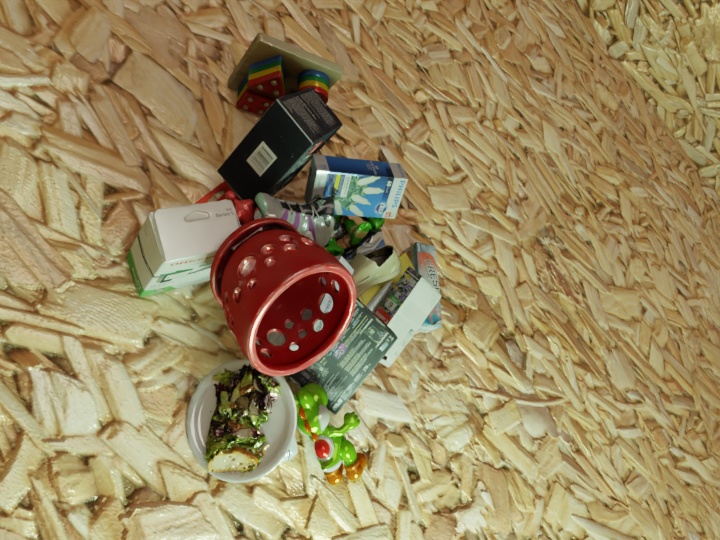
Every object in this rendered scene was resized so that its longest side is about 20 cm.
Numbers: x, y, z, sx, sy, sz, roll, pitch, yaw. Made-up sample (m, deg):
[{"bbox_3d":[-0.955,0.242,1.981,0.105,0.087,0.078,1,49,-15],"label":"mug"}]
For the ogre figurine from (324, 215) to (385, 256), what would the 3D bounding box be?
[{"bbox_3d":[-0.057,-0.098,1.153,0.121,0.198,0.098,53,6,26],"label":"ogre figurine"}]

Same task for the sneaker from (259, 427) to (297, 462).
[{"bbox_3d":[-0.176,0.256,0.963,0.069,0.072,0.206,-17,83,-40],"label":"sneaker"}]

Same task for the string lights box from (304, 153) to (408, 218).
[{"bbox_3d":[-0.011,-0.171,1.089,0.193,0.105,0.060,1,42,-20],"label":"string lights box"}]

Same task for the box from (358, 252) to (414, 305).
[{"bbox_3d":[0.035,0.031,1.194,0.198,0.075,0.051,-32,91,-37],"label":"box"}]

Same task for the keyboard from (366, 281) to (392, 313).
[{"bbox_3d":[0.006,0.106,1.128,0.011,0.057,0.200,32,68,29],"label":"keyboard"}]

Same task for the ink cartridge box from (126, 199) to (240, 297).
[{"bbox_3d":[-0.302,-0.035,0.903,0.143,0.199,0.087,-16,82,-36],"label":"ink cartridge box"}]

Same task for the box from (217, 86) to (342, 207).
[{"bbox_3d":[-0.155,-0.245,1.051,0.104,0.199,0.183,46,30,-8],"label":"box"}]

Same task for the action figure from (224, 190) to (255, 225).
[{"bbox_3d":[-0.211,-0.062,1.010,0.066,0.097,0.203,-52,126,-37],"label":"action figure"}]

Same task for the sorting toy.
[{"bbox_3d":[-0.165,-0.393,1.138,0.195,0.197,0.072,10,75,-31],"label":"sorting toy"}]

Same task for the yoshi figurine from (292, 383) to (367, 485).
[{"bbox_3d":[-0.065,0.294,0.995,0.111,0.111,0.204,-36,109,-22],"label":"yoshi figurine"}]

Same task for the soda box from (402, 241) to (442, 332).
[{"bbox_3d":[0.147,0.040,1.270,0.062,0.068,0.207,9,67,-28],"label":"soda box"}]

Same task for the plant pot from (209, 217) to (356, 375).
[{"bbox_3d":[-0.130,0.028,0.834,0.196,0.205,0.182,-15,45,-37],"label":"plant pot"}]

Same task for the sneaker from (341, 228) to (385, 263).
[{"bbox_3d":[-0.009,-0.015,1.179,0.198,0.075,0.079,-37,111,-27],"label":"sneaker"}]

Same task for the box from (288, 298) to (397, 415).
[{"bbox_3d":[-0.046,0.155,1.042,0.159,0.044,0.202,39,91,-14],"label":"box"}]

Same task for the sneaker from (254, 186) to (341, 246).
[{"bbox_3d":[-0.104,-0.118,1.013,0.079,0.139,0.200,56,7,35],"label":"sneaker"}]

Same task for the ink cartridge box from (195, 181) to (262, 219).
[{"bbox_3d":[-0.230,-0.091,1.069,0.201,0.050,0.109,51,53,-9],"label":"ink cartridge box"}]

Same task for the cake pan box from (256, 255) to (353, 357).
[{"bbox_3d":[-0.118,0.075,1.000,0.052,0.181,0.204,43,52,-32],"label":"cake pan box"}]

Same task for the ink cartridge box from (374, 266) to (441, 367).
[{"bbox_3d":[0.084,0.104,1.153,0.202,0.050,0.108,-53,140,1],"label":"ink cartridge box"}]

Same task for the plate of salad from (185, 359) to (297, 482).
[{"bbox_3d":[-0.207,0.257,0.910,0.192,0.048,0.208,0,76,0],"label":"plate of salad"}]

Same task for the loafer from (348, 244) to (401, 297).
[{"bbox_3d":[0.000,0.000,1.101,0.196,0.075,0.070,-26,130,-27],"label":"loafer"}]
